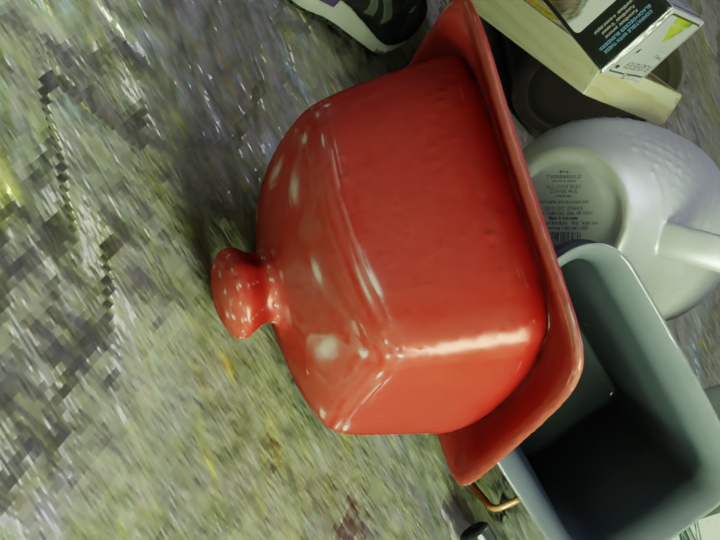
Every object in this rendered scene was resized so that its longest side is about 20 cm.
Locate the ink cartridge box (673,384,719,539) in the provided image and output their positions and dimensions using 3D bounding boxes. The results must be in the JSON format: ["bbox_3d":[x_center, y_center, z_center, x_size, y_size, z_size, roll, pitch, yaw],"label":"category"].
[{"bbox_3d":[0.243,0.134,1.112,0.147,0.199,0.083,-24,94,-67],"label":"ink cartridge box"}]

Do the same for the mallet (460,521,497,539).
[{"bbox_3d":[0.131,0.225,0.942,0.201,0.066,0.041,60,22,-15],"label":"mallet"}]

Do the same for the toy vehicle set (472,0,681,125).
[{"bbox_3d":[0.126,-0.177,1.145,0.200,0.027,0.124,43,19,32],"label":"toy vehicle set"}]

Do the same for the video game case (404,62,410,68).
[{"bbox_3d":[0.075,-0.050,1.136,0.201,0.022,0.182,62,23,-12],"label":"video game case"}]

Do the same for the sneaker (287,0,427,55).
[{"bbox_3d":[0.019,-0.199,1.062,0.200,0.087,0.076,2,66,-66],"label":"sneaker"}]

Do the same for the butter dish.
[{"bbox_3d":[0.000,0.000,0.778,0.200,0.147,0.201,122,-44,-64],"label":"butter dish"}]

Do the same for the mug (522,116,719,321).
[{"bbox_3d":[0.191,-0.028,1.101,0.175,0.199,0.149,3,101,-64],"label":"mug"}]

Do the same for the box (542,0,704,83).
[{"bbox_3d":[0.125,-0.215,1.016,0.200,0.060,0.117,54,19,11],"label":"box"}]

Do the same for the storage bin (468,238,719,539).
[{"bbox_3d":[0.112,0.072,0.984,0.200,0.145,0.134,57,-3,-23],"label":"storage bin"}]

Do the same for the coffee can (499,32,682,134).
[{"bbox_3d":[0.189,-0.237,1.408,0.146,0.146,0.201,40,34,-48],"label":"coffee can"}]
